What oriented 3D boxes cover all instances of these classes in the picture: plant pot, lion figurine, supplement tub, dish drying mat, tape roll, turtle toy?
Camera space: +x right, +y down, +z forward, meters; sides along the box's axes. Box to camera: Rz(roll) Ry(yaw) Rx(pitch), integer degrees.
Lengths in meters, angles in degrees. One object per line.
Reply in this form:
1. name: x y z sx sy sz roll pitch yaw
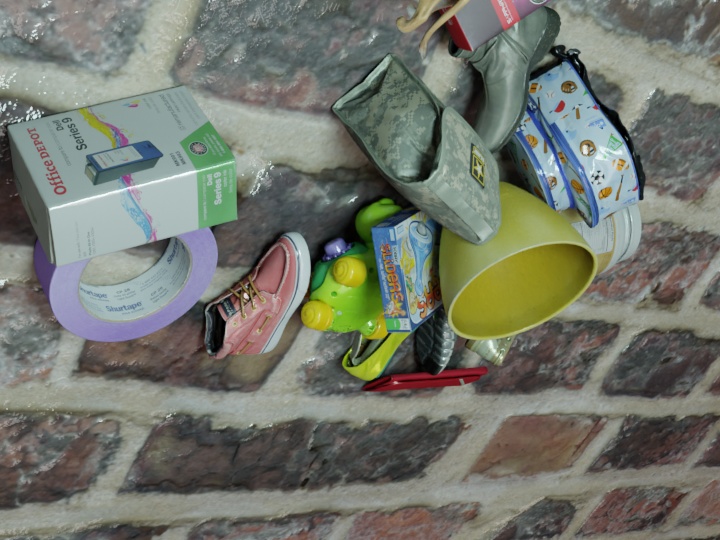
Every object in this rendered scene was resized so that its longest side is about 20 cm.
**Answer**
1. plant pot: 0.179 -0.027 1.479 0.199 0.142 0.200 -16 147 -10
2. lion figurine: 0.086 -0.329 1.205 0.122 0.201 0.072 -21 166 24
3. supplement tub: 0.279 -0.055 1.644 0.199 0.145 0.145 -12 136 -27
4. dish drying mat: 0.104 0.173 1.828 0.200 0.018 0.077 -1 163 -38
5. tape roll: -0.269 -0.012 1.346 0.200 0.066 0.200 -21 140 -18
6. turtle toy: 0.000 0.000 1.528 0.146 0.101 0.200 13 121 -45

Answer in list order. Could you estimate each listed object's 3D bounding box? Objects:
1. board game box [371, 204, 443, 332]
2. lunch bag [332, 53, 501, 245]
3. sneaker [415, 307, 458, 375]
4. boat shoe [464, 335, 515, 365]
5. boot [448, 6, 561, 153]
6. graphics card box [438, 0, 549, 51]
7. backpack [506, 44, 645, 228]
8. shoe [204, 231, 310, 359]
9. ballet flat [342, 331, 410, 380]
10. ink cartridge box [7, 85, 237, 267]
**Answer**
1. board game box: 0.079 -0.015 1.497 0.200 0.034 0.136 -34 118 -59
2. lunch bag: 0.082 -0.133 1.373 0.118 0.200 0.164 -41 141 8
3. sneaker: 0.153 0.069 1.739 0.115 0.075 0.200 -16 137 -27
4. boat shoe: 0.230 0.067 1.747 0.200 0.063 0.073 -45 168 -34
5. boot: 0.150 -0.248 1.409 0.130 0.068 0.200 13 106 -39
6. graphics card box: 0.171 -0.351 1.304 0.200 0.051 0.126 -33 119 -4
7. backpack: 0.276 -0.153 1.503 0.154 0.191 0.200 -37 143 2
8. shoe: -0.135 0.037 1.490 0.091 0.072 0.200 -10 140 -37
9. ballet flat: 0.038 0.078 1.672 0.067 0.067 0.200 17 120 -30
10. ink cartridge box: -0.245 -0.100 1.206 0.199 0.145 0.088 -18 138 -21
